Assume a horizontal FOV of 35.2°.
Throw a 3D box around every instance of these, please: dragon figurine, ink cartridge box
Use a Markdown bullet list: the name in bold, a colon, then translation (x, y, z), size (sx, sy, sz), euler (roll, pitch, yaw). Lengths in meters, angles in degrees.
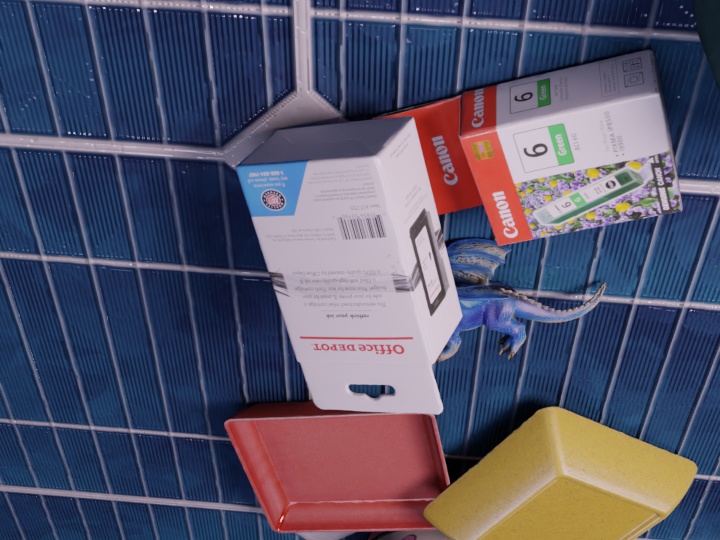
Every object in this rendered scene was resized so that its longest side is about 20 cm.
- **dragon figurine**: translation (0.090, 0.016, 0.883), size (0.196, 0.060, 0.100), euler (-4, 137, 14)
- **ink cartridge box**: translation (0.000, 0.000, 0.811), size (0.114, 0.068, 0.203), euler (-1, 119, 29)
- **ink cartridge box**: translation (0.115, -0.075, 0.787), size (0.197, 0.051, 0.110), euler (-11, 135, 17)

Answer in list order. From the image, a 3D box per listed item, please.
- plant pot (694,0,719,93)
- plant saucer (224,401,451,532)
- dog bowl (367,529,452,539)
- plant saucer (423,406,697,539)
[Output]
- **plant pot**: translation (0.298, -0.115, 0.639), size (0.197, 0.163, 0.202), euler (4, 138, 4)
- **plant saucer**: translation (-0.012, 0.186, 1.097), size (0.196, 0.037, 0.201), euler (-3, 137, 12)
- **dog bowl**: translation (0.085, 0.331, 1.214), size (0.196, 0.075, 0.202), euler (4, 137, 3)
- **plant saucer**: translation (0.192, 0.228, 1.078), size (0.198, 0.049, 0.200), euler (23, 129, -26)
